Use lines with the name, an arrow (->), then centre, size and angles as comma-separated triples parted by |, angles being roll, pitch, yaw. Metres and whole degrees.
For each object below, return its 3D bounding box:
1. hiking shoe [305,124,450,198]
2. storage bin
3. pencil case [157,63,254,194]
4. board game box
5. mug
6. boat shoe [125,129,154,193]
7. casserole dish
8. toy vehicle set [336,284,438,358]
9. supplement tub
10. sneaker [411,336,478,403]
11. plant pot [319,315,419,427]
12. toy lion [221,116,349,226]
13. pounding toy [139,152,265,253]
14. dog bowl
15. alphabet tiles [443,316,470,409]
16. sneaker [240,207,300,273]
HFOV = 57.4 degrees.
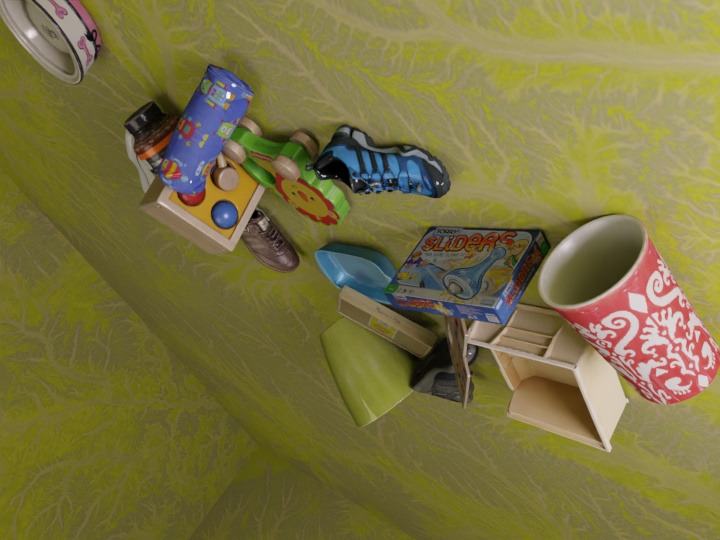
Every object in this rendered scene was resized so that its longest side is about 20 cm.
hiking shoe -> 0.027, -0.127, 0.890 | 0.199, 0.087, 0.075 | 23, 151, 31
storage bin -> 0.283, 0.155, 1.008 | 0.197, 0.094, 0.201 | 10, 143, 45
pencil case -> -0.236, -0.210, 1.004 | 0.078, 0.201, 0.087 | 42, -160, 26
board game box -> 0.140, 0.001, 0.895 | 0.199, 0.136, 0.035 | 5, 140, 49
mug -> 0.319, 0.040, 0.774 | 0.133, 0.178, 0.200 | -35, 114, 27
boat shoe -> -0.435, -0.236, 1.380 | 0.066, 0.074, 0.201 | 7, 150, 2
casserole dish -> 0.000, 0.000, 1.199 | 0.199, 0.039, 0.122 | 13, 145, 45
toy vehicle set -> 0.047, 0.102, 1.265 | 0.199, 0.027, 0.124 | 29, 164, 4
supplement tub -> -0.350, -0.215, 1.233 | 0.106, 0.107, 0.200 | 3, 138, 51
sneaker -> 0.185, 0.186, 1.228 | 0.113, 0.077, 0.200 | 20, 141, -13
plant pot -> 0.009, 0.187, 1.371 | 0.201, 0.187, 0.187 | 53, 155, 3
toy lion -> -0.114, -0.150, 1.087 | 0.199, 0.069, 0.192 | 22, 158, 32
pounding toy -> -0.262, -0.164, 1.141 | 0.184, 0.201, 0.142 | 35, 160, -30
dog bowl -> -0.549, -0.438, 1.169 | 0.199, 0.074, 0.201 | 30, 153, 17
alphabet tiles -> 0.155, 0.109, 1.063 | 0.007, 0.168, 0.201 | -8, 146, 0
sneaker -> -0.198, -0.073, 1.308 | 0.200, 0.071, 0.076 | 41, 154, -5
